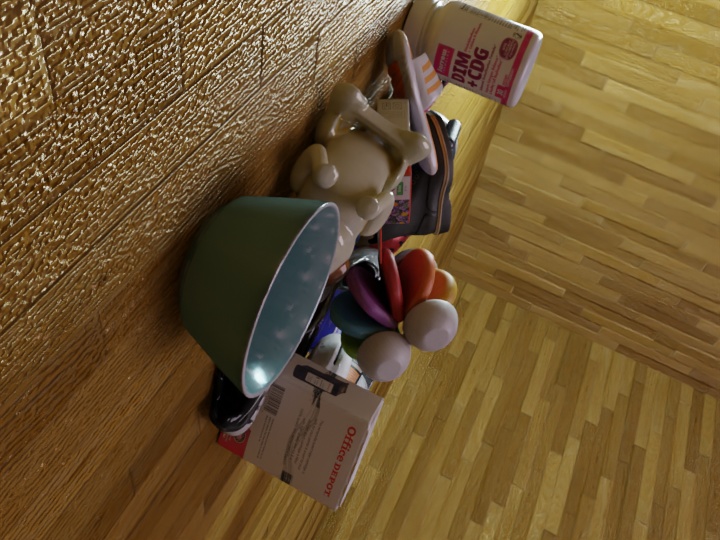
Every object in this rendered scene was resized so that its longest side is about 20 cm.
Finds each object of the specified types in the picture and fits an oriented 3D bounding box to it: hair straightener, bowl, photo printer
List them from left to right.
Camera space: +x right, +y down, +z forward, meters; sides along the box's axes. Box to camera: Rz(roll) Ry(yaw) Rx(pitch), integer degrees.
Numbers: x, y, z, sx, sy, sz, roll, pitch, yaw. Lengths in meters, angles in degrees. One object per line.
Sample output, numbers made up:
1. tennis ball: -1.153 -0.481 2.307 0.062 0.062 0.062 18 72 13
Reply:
1. bowl: -0.107 0.009 0.686 0.204 0.103 0.202 -61 168 -23
2. hair straightener: -0.125 0.151 1.091 0.202 0.040 0.077 -58 166 -23
3. photo printer: -0.085 0.202 1.124 0.202 0.069 0.167 -54 -176 20

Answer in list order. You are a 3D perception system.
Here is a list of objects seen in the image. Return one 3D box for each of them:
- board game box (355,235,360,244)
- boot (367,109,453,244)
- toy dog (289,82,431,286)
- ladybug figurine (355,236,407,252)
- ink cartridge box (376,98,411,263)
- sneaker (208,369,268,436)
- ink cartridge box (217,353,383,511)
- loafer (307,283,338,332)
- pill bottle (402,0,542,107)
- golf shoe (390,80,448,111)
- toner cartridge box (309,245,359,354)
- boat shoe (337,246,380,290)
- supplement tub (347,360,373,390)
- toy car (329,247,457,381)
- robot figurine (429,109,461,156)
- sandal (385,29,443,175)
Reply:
1. board game box: -0.010 -0.137 1.042 0.200 0.038 0.162 64 41 -76
2. boot: 0.071 -0.137 1.086 0.078 0.134 0.205 -124 -155 -60
3. toy dog: -0.038 -0.087 0.827 0.193 0.138 0.204 -13 -134 60
4. ladybug figurine: 0.052 -0.074 1.301 0.136 0.072 0.200 -48 177 8
5. ink cartridge box: 0.047 -0.125 0.965 0.110 0.049 0.205 86 3 -60
6. sneaker: -0.134 0.116 0.875 0.204 0.065 0.091 -64 171 -6
7. ink cartridge box: -0.083 0.212 0.967 0.148 0.196 0.084 -69 168 20
8. loafer: -0.062 0.017 1.015 0.203 0.068 0.071 102 8 -47
9. pill bottle: 0.166 -0.338 1.056 0.115 0.196 0.114 -61 168 -23
10. golf shoe: 0.082 -0.282 1.141 0.202 0.072 0.092 -57 -173 -18
11. toner cartridge box: -0.034 0.064 1.261 0.204 0.042 0.095 -64 166 -15
12. boat shoe: 0.000 0.000 1.157 0.198 0.067 0.074 3 102 -59
13. supplement tub: -0.045 0.233 1.406 0.201 0.120 0.125 -54 164 -46
14. toy car: 0.039 0.045 1.019 0.198 0.150 0.177 -33 -141 12
15. robot figurine: 0.100 -0.199 1.223 0.202 0.146 0.127 -61 155 -44
16. sandal: 0.090 -0.246 1.003 0.079 0.058 0.211 -139 -152 -64
